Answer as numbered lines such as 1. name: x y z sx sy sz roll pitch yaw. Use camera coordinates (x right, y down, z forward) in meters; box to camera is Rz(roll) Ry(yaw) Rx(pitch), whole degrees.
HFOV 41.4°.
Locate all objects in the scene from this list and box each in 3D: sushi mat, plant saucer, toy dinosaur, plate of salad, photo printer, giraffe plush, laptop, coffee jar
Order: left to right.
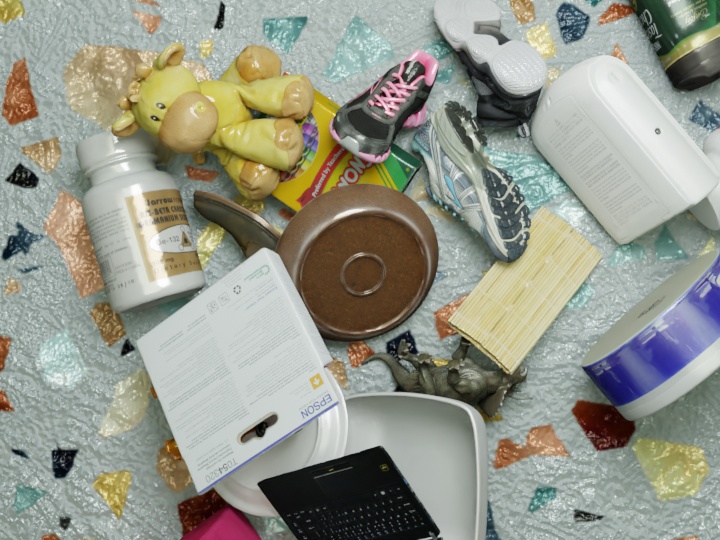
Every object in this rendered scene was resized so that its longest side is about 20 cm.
1. giraffe plush: -0.176 -0.179 1.056 0.200 0.162 0.173 23 101 33
2. plate of salad: -0.103 0.189 1.131 0.199 0.048 0.201 -5 76 22
3. laptop: -0.010 0.312 1.021 0.177 0.103 0.200 -22 110 30
4. plant saucer: 0.000 0.000 1.097 0.200 0.035 0.201 -6 116 -13
5. toy dinosaur: 0.095 0.132 1.115 0.199 0.077 0.103 -6 121 15
6. sushi mat: 0.195 0.020 1.111 0.096 0.012 0.200 40 67 5
7. photo printer: 0.285 -0.138 1.074 0.069 0.166 0.200 -39 86 -21
8. coffee jar: 0.365 -0.309 1.103 0.085 0.104 0.200 -27 87 4

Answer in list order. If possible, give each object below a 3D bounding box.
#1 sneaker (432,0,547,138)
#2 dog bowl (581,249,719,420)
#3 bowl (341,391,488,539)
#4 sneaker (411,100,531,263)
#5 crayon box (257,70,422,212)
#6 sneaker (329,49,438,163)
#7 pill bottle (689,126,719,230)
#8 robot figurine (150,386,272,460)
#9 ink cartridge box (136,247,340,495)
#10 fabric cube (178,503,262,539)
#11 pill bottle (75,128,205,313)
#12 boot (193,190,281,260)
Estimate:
1. sneaker: 0.145 -0.239 1.125 0.075 0.114 0.200 -23 52 -14
2. dog bowl: 0.342 0.070 1.046 0.200 0.200 0.079 -41 84 1
3. bowl: 0.061 0.238 1.089 0.199 0.075 0.201 -1 87 33
4. sneaker: 0.128 -0.095 1.123 0.086 0.078 0.200 -33 77 41
5. crayon box: -0.045 -0.127 1.124 0.200 0.051 0.127 34 110 4
6. sneaker: 0.034 -0.192 1.065 0.079 0.200 0.095 36 128 2
7. pill bottle: 0.466 -0.135 1.090 0.200 0.111 0.112 -34 87 1
8. robot figurine: -0.140 0.137 1.097 0.200 0.058 0.145 -28 67 15
9. ink cartridge box: -0.132 0.110 1.045 0.196 0.043 0.200 -34 68 15
10. fabric cube: -0.181 0.411 1.060 0.200 0.199 0.196 -35 88 1
11. pill bottle: -0.262 -0.059 1.117 0.114 0.114 0.201 -17 88 2
12. boot: -0.127 -0.014 1.130 0.200 0.075 0.097 29 87 1
